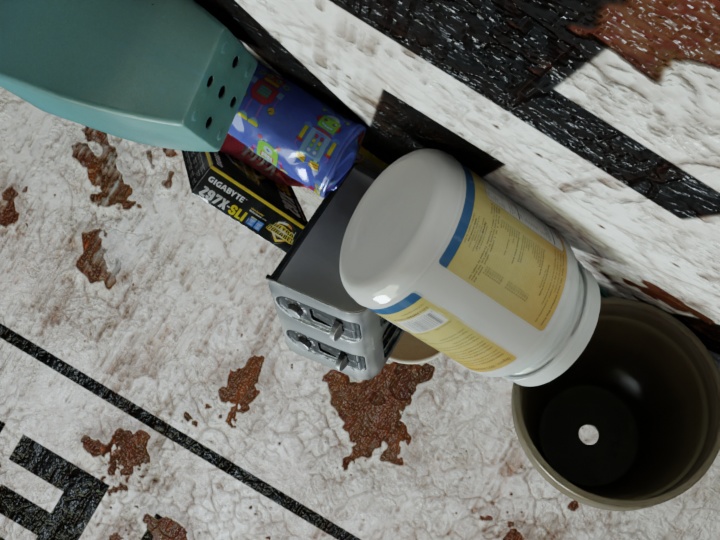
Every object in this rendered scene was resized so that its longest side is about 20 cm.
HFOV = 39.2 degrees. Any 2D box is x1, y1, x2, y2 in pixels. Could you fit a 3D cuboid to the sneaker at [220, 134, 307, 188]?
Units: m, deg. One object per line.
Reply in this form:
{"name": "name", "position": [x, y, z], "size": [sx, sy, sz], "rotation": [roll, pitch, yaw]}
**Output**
{"name": "sneaker", "position": [-0.116, -0.157, 1.308], "size": [0.087, 0.074, 0.200], "rotation": [46, -165, 27]}

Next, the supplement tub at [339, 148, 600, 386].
{"name": "supplement tub", "position": [0.096, 0.003, 0.872], "size": [0.199, 0.146, 0.144], "rotation": [32, 179, -27]}

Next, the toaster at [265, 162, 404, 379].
{"name": "toaster", "position": [0.000, 0.000, 1.103], "size": [0.118, 0.201, 0.181], "rotation": [26, 156, 16]}

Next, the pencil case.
{"name": "pencil case", "position": [-0.092, -0.148, 0.975], "size": [0.199, 0.078, 0.087], "rotation": [31, 150, 9]}

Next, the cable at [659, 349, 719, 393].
{"name": "cable", "position": [0.398, 0.146, 1.091], "size": [0.199, 0.070, 0.200], "rotation": [31, 179, -12]}

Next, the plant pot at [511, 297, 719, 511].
{"name": "plant pot", "position": [0.242, 0.150, 1.017], "size": [0.199, 0.201, 0.174], "rotation": [31, 162, 12]}

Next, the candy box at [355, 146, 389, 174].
{"name": "candy box", "position": [-0.026, -0.138, 1.128], "size": [0.199, 0.027, 0.102], "rotation": [32, -178, -33]}

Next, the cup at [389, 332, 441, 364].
{"name": "cup", "position": [0.091, 0.015, 1.428], "size": [0.199, 0.202, 0.143], "rotation": [31, -155, 22]}

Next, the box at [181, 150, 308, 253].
{"name": "box", "position": [-0.154, -0.114, 1.327], "size": [0.159, 0.049, 0.200], "rotation": [35, -167, -26]}

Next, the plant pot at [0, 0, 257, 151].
{"name": "plant pot", "position": [-0.203, -0.189, 0.878], "size": [0.198, 0.143, 0.141], "rotation": [23, 178, 16]}

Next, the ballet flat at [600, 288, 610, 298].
{"name": "ballet flat", "position": [0.265, 0.066, 1.157], "size": [0.067, 0.071, 0.200], "rotation": [33, 180, 27]}
